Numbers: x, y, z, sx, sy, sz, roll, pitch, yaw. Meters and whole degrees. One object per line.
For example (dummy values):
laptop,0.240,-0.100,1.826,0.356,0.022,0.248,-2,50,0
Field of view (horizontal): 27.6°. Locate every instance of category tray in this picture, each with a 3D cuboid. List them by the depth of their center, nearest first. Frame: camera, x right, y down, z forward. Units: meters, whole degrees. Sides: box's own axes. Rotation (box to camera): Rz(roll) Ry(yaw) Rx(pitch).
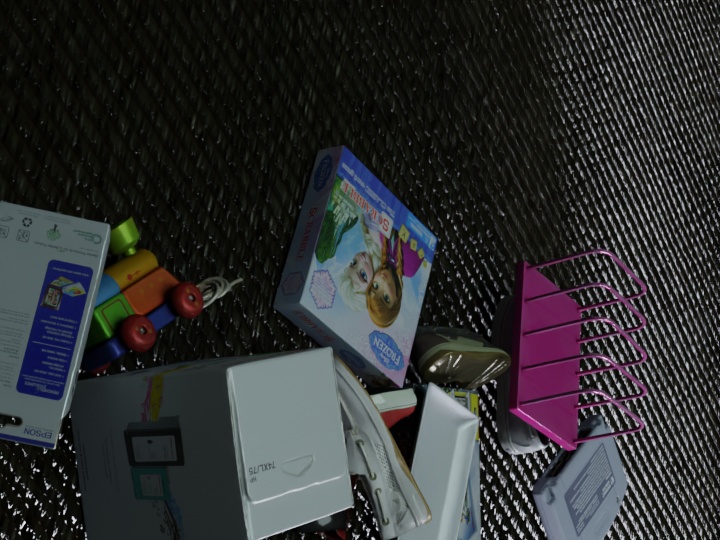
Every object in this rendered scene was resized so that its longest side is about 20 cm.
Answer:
tray,0.081,0.238,1.647,0.107,0.022,0.202,39,55,-43

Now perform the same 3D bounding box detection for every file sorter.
file sorter,0.275,0.094,1.797,0.139,0.125,0.202,35,50,-41

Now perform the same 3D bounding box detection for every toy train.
toy train,-0.198,0.001,1.342,0.200,0.084,0.116,-37,100,-49

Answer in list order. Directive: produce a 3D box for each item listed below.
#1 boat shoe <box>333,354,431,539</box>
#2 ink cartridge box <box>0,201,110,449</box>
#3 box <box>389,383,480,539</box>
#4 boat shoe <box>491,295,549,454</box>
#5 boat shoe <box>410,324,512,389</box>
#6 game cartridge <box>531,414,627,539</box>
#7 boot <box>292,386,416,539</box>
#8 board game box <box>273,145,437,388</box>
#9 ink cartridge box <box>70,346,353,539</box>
boat shoe,0.000,0.183,1.482,0.069,0.071,0.201,-29,96,-6
ink cartridge box,-0.276,0.048,1.212,0.098,0.039,0.202,13,67,-5
box,0.088,0.237,1.706,0.136,0.037,0.202,12,75,-51
boat shoe,0.210,0.131,1.862,0.072,0.068,0.202,20,68,-49
boat shoe,0.118,0.096,1.746,0.066,0.072,0.200,57,21,22
game cartridge,0.300,0.302,1.981,0.200,0.041,0.134,-40,112,-48
boot,-0.008,0.205,1.562,0.199,0.072,0.146,-15,96,-45
board game box,0.000,0.000,1.628,0.200,0.041,0.201,41,53,-42
ink cartridge box,-0.132,0.155,1.294,0.146,0.198,0.148,-7,90,-53
